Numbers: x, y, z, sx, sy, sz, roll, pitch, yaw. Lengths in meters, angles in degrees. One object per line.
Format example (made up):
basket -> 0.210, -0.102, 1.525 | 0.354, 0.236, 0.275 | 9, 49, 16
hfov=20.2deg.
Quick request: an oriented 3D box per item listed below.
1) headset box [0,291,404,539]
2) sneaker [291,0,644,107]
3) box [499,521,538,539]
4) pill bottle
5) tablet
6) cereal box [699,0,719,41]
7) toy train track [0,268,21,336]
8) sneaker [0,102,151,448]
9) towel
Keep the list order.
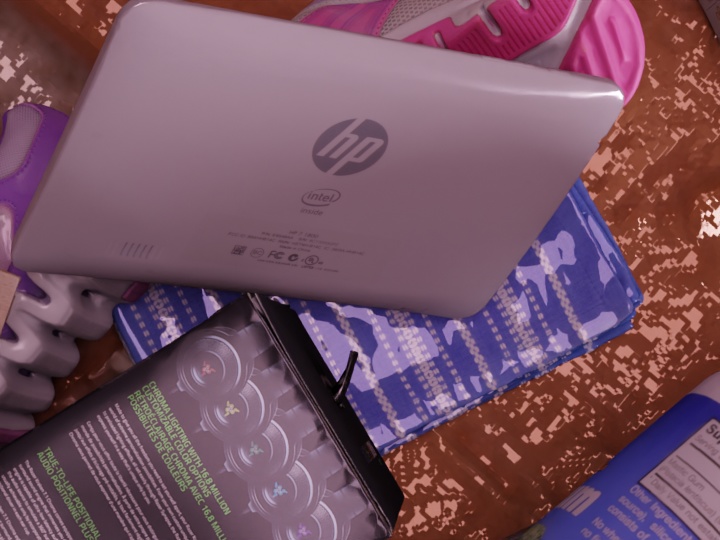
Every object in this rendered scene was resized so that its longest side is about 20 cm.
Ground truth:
headset box -> -0.079, 0.092, 0.712 | 0.199, 0.174, 0.093 | -32, 86, 2
sneaker -> 0.011, -0.078, 0.791 | 0.198, 0.089, 0.082 | -16, 123, 11
box -> 0.074, 0.186, 0.796 | 0.199, 0.048, 0.159 | -24, 88, -8
pill bottle -> 0.131, 0.107, 0.730 | 0.200, 0.112, 0.112 | -39, 89, -10
tablet -> -0.014, -0.034, 0.726 | 0.198, 0.130, 0.014 | 6, 45, -29
cereal box -> 0.210, -0.141, 0.848 | 0.143, 0.040, 0.201 | -27, 88, -7
toy train track -> -0.189, 0.033, 0.727 | 0.114, 0.033, 0.202 | 20, 92, 4
sneaker -> -0.155, 0.016, 0.781 | 0.088, 0.080, 0.200 | 40, 88, 16
towel -> 0.000, 0.000, 0.821 | 0.199, 0.024, 0.146 | -27, 86, -8
